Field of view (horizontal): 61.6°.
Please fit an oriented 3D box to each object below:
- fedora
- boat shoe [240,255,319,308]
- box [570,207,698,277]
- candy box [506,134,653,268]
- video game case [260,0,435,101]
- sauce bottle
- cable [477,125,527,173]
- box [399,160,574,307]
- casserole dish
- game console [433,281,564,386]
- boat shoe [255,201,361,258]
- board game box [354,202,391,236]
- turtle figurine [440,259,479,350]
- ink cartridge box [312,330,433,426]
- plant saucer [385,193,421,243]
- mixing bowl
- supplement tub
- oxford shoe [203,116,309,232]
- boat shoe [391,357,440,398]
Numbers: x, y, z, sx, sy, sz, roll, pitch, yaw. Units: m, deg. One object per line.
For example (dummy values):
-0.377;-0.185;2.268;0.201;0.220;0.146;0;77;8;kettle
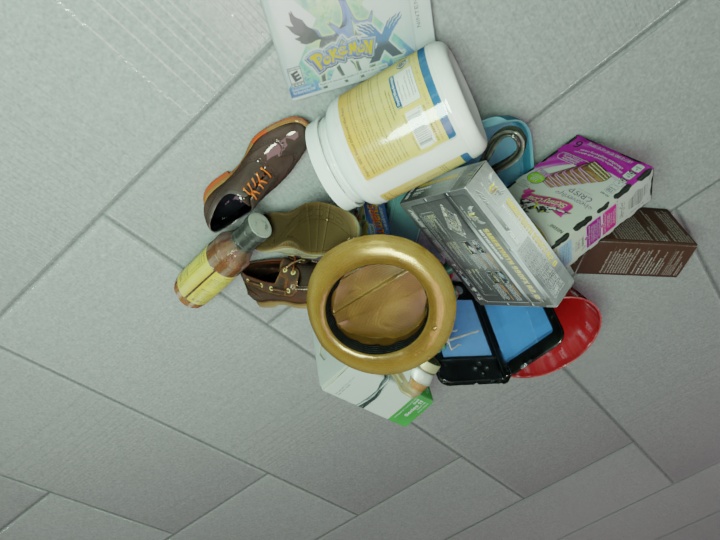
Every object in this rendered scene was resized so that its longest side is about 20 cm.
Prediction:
0.028;0.036;0.781;0.195;0.082;0.206;5;111;12;fedora
-0.103;0.013;0.905;0.196;0.071;0.071;-7;123;35;boat shoe
0.427;-0.049;0.982;0.195;0.101;0.076;4;131;-14;box
0.286;-0.095;0.842;0.198;0.136;0.062;-36;134;-13;candy box
-0.015;-0.312;0.713;0.195;0.022;0.185;-15;132;2;video game case
-0.200;-0.014;0.883;0.065;0.067;0.198;31;132;-32;sauce bottle
0.146;-0.119;0.825;0.198;0.050;0.098;-19;108;48;cable
0.160;-0.039;0.788;0.200;0.158;0.048;48;70;-16;box
0.193;-0.144;0.892;0.118;0.039;0.202;-17;133;3;casserole dish
0.193;0.064;0.958;0.171;0.203;0.118;0;136;-14;game console
-0.069;-0.051;0.852;0.197;0.074;0.064;-2;171;39;boat shoe
0.000;0.000;0.912;0.034;0.137;0.203;7;129;-13;board game box
0.109;0.046;0.913;0.197;0.100;0.154;-5;108;-41;turtle figurine
0.020;0.163;1.052;0.198;0.148;0.083;30;118;-33;ink cartridge box
0.065;-0.057;0.956;0.068;0.019;0.203;1;131;-12;plant saucer
0.309;0.083;1.064;0.195;0.110;0.203;-7;133;-8;mixing bowl
0.044;-0.173;0.755;0.197;0.147;0.145;-23;132;20;supplement tub
-0.137;-0.123;0.818;0.199;0.073;0.071;-40;126;22;oxford shoe
0.046;0.124;0.966;0.074;0.200;0.069;24;102;-35;boat shoe
